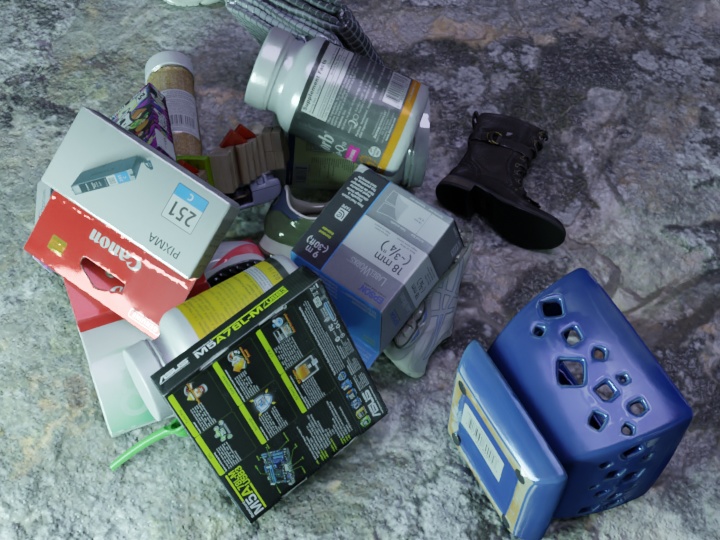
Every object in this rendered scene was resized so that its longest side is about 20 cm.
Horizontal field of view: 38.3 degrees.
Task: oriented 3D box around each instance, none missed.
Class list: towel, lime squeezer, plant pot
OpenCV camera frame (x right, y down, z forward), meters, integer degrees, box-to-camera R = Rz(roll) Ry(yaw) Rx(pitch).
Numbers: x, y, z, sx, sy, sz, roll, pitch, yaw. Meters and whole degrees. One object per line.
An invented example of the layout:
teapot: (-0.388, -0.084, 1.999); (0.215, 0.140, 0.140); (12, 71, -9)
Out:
towel: (-0.065, -0.319, 1.410); (0.199, 0.165, 0.086); (33, 87, 28)
lime squeezer: (-0.172, 0.174, 1.117); (0.196, 0.072, 0.038); (-3, 34, -9)
plant pot: (0.203, 0.154, 1.095); (0.177, 0.201, 0.201); (-24, 60, -15)

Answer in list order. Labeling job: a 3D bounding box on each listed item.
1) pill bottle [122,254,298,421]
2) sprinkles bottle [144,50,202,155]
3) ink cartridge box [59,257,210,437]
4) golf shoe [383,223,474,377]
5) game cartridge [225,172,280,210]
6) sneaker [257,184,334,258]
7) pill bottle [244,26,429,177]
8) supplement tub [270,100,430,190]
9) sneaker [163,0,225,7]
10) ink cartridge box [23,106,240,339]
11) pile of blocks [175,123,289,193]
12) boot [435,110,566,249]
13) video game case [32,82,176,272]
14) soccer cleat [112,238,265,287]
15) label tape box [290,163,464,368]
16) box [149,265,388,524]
pill bottle: (-0.144, 0.074, 1.091); (0.198, 0.112, 0.112); (-28, 61, -20)
sprinkles bottle: (-0.247, -0.199, 1.372); (0.067, 0.069, 0.203); (-5, 55, -10)
ink cartridge box: (-0.230, 0.063, 1.151); (0.158, 0.050, 0.204); (-17, 85, -18)
golf shoe: (0.084, 0.035, 1.235); (0.077, 0.098, 0.201); (8, 52, 40)
game cartridge: (-0.204, -0.075, 1.255); (0.197, 0.133, 0.041); (-17, 100, -19)
sneaker: (-0.020, -0.046, 1.254); (0.196, 0.091, 0.067); (14, 16, -5)
pill bottle: (-0.028, -0.199, 1.205); (0.197, 0.117, 0.118); (23, 54, -3)
supplement tub: (-0.015, -0.176, 1.336); (0.196, 0.146, 0.147); (3, 53, -4)
sneaker: (-0.208, -0.448, 1.551); (0.197, 0.080, 0.078); (-16, 57, -18)
ink cartridge box: (-0.255, -0.047, 1.113); (0.198, 0.045, 0.178); (32, 96, 8)
pile of blocks: (-0.163, -0.131, 1.197); (0.081, 0.063, 0.199); (17, 35, 38)
boot: (0.209, -0.132, 1.378); (0.198, 0.070, 0.175); (27, 56, 15)
video game case: (-0.305, -0.114, 1.224); (0.199, 0.036, 0.182); (-39, 34, 11)
soccer cleat: (-0.209, 0.006, 1.239); (0.196, 0.069, 0.074); (-12, 37, -13)
label tape box: (0.000, 0.000, 1.161); (0.143, 0.063, 0.201); (32, 76, 28)
box: (-0.085, 0.128, 1.055); (0.192, 0.202, 0.047); (-35, 35, -12)
